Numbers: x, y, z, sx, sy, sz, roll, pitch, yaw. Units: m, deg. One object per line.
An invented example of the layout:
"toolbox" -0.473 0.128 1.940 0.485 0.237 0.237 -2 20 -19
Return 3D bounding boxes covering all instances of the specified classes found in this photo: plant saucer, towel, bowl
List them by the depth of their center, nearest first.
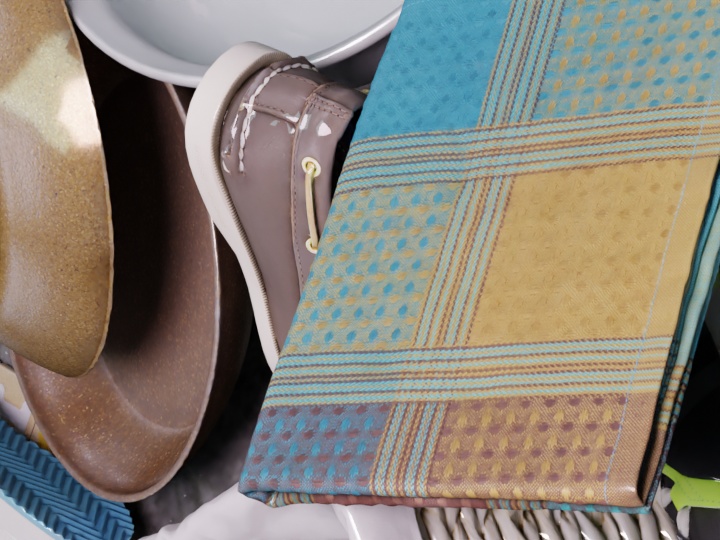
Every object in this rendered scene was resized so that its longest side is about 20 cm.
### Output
"towel" 0.050 -0.016 0.819 0.147 0.022 0.200 -2 57 35
"bowl" -0.015 -0.142 1.012 0.201 0.090 0.201 -10 63 21
"plant saucer" -0.150 -0.051 1.059 0.200 0.035 0.200 44 141 52
"plant saucer" -0.093 -0.007 1.078 0.200 0.037 0.200 17 111 56

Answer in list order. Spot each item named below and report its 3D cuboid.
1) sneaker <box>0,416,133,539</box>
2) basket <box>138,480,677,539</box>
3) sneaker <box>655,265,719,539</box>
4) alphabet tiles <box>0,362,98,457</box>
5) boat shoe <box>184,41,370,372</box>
"sneaker" -0.185 0.095 1.138 0.200 0.077 0.081 36 112 36
"basket" 0.023 0.168 0.907 0.198 0.161 0.200 -36 65 48
"sneaker" 0.096 0.043 0.869 0.083 0.072 0.200 -11 56 4
"alphabet tiles" -0.188 0.117 1.187 0.200 0.006 0.166 27 102 35
"boat shoe" 0.000 0.000 0.955 0.060 0.200 0.072 20 60 34
